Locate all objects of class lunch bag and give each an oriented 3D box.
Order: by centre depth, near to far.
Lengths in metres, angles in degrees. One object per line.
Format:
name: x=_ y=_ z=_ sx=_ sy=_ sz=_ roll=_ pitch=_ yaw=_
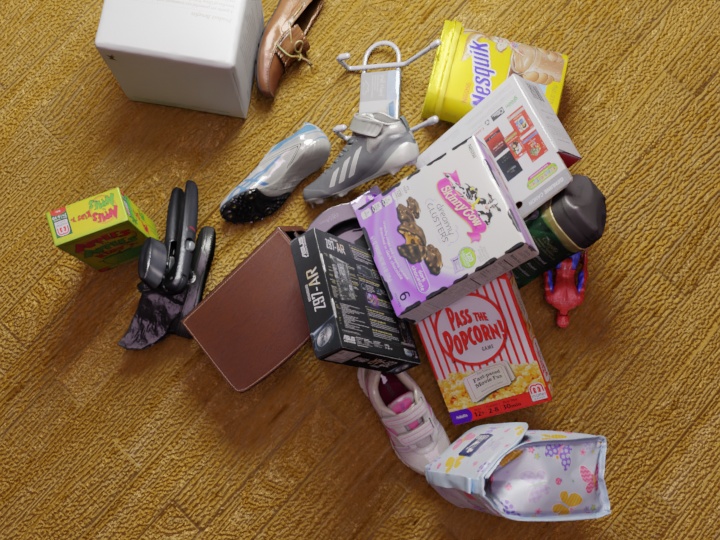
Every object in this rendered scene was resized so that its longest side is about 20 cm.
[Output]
lunch bag: x=0.205 y=0.268 z=1.131 sx=0.196 sy=0.169 sz=0.130 roll=1 pitch=80 yaw=-19

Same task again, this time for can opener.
can opener: x=-0.260 y=-0.050 z=1.212 sx=0.062 sy=0.079 sz=0.203 roll=-11 pitch=49 yaw=21

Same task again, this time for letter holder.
letter holder: x=-0.125 y=0.057 z=1.192 sx=0.200 sy=0.100 sz=0.143 roll=-42 pitch=83 yaw=13

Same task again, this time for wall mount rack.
wall mount rack: x=0.045 y=-0.265 z=1.274 sx=0.170 sy=0.074 sz=0.205 roll=-1 pitch=80 yaw=21

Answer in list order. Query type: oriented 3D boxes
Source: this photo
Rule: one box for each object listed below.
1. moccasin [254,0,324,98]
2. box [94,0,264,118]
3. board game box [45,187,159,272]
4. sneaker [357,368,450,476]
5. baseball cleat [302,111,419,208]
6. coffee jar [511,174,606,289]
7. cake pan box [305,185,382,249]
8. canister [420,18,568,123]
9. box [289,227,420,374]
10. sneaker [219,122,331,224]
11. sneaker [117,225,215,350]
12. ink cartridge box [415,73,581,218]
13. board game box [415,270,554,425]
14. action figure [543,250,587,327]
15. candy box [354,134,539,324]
moccasin: x=-0.106 y=-0.358 z=1.311 sx=0.076 sy=0.074 sz=0.204 roll=19 pitch=71 yaw=11
box: x=-0.253 y=-0.349 z=1.239 sx=0.195 sy=0.200 sz=0.175 roll=9 pitch=78 yaw=0
board game box: x=-0.353 y=-0.052 z=1.187 sx=0.100 sy=0.200 sz=0.048 roll=-20 pitch=81 yaw=-4
sneaker: x=0.063 y=0.208 z=1.205 sx=0.081 sy=0.088 sz=0.201 roll=-36 pitch=83 yaw=-6
baseball cleat: x=-0.010 y=-0.170 z=1.245 sx=0.197 sy=0.070 sz=0.108 roll=-20 pitch=102 yaw=22
coffee jar: x=0.251 y=-0.047 z=1.190 sx=0.085 sy=0.199 sz=0.105 roll=44 pitch=41 yaw=-11
cake pan box: x=0.000 y=0.000 z=1.260 sx=0.182 sy=0.052 sz=0.202 roll=-31 pitch=82 yaw=-8
canister: x=0.204 y=-0.282 z=1.291 sx=0.196 sy=0.087 sz=0.151 roll=15 pitch=81 yaw=0
box: x=-0.003 y=0.045 z=1.116 sx=0.043 sy=0.199 sz=0.163 roll=-26 pitch=67 yaw=26
sneaker: x=-0.132 y=-0.145 z=1.280 sx=0.199 sy=0.072 sz=0.073 roll=-38 pitch=49 yaw=0
sneaker: x=-0.282 y=0.025 z=1.247 sx=0.102 sy=0.060 sz=0.204 roll=12 pitch=84 yaw=-3
ink cartridge box: x=0.199 y=-0.138 z=1.200 sx=0.199 sy=0.083 sz=0.178 roll=-37 pitch=67 yaw=32
board game box: x=0.168 y=0.101 z=1.190 sx=0.149 sy=0.046 sz=0.203 roll=-19 pitch=98 yaw=22
action figure: x=0.306 y=-0.018 z=1.258 sx=0.064 sy=0.052 sz=0.205 roll=4 pitch=86 yaw=7
candy box: x=0.113 y=-0.053 z=1.137 sx=0.198 sy=0.071 sz=0.170 roll=-31 pitch=67 yaw=19
